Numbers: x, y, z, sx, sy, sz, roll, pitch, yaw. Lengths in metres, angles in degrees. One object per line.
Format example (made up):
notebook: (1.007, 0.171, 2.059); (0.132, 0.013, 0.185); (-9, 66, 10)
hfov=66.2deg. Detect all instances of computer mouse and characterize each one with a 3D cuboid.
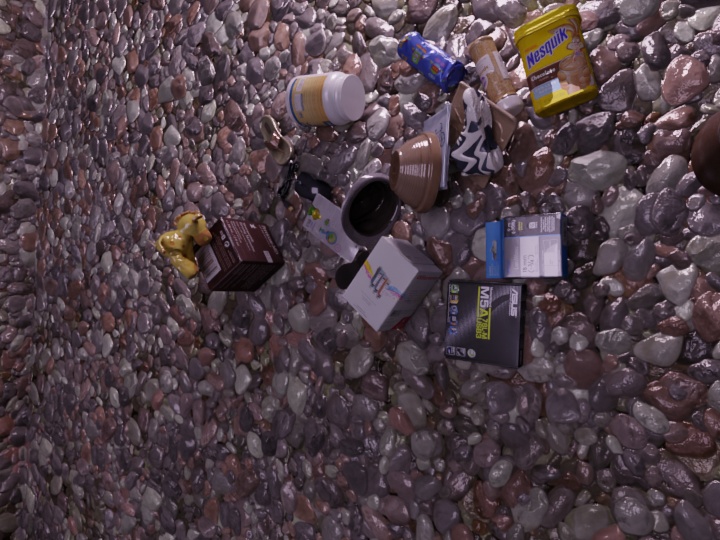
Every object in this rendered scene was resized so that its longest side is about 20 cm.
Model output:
computer mouse: (-0.183, -0.237, 1.690); (0.200, 0.046, 0.141); (38, 108, 28)

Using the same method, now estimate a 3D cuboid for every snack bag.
snack bag: (0.187, -0.297, 1.385); (0.188, 0.021, 0.203); (-167, 80, -78)

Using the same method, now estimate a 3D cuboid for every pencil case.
pencil case: (0.183, -0.544, 1.431); (0.200, 0.078, 0.087); (46, 142, 25)

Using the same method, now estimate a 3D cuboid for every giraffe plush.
giraffe plush: (-0.512, -0.095, 1.621); (0.162, 0.201, 0.172); (-47, 46, -13)

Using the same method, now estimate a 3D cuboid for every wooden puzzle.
wooden puzzle: (0.282, -0.332, 1.356); (0.185, 0.046, 0.201); (45, 138, 27)

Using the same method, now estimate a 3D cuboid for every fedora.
fedora: (0.017, -0.173, 1.500); (0.201, 0.176, 0.090); (-57, 32, 1)

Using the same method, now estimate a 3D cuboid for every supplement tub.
supplement tub: (-0.100, -0.488, 1.581); (0.198, 0.144, 0.146); (8, 93, 34)

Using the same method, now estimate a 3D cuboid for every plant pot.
plant pot: (0.128, -0.247, 1.389); (0.092, 0.201, 0.203); (2, 90, -11)
plant pot: (0.702, -0.233, 1.003); (0.185, 0.199, 0.189); (-1, 88, 34)

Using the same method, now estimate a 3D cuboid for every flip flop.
flip flop: (-0.277, -0.414, 1.750); (0.081, 0.057, 0.201); (-38, 69, 27)

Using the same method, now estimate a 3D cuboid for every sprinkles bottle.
sprinkles bottle: (0.327, -0.466, 1.340); (0.068, 0.068, 0.202); (-27, 74, 30)

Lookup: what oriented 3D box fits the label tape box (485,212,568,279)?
label tape box: (0.378, -0.053, 1.297); (0.198, 0.063, 0.146); (-2, 87, 33)

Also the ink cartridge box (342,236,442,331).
ink cartridge box: (0.085, 0.034, 1.444); (0.145, 0.145, 0.201); (45, 111, 26)

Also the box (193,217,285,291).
box: (-0.381, -0.046, 1.726); (0.164, 0.199, 0.167); (-40, 69, 26)

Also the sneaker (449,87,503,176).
sneaker: (0.248, -0.314, 1.303); (0.129, 0.079, 0.201); (-10, 111, 43)

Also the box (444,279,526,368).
box: (0.304, 0.126, 1.354); (0.192, 0.047, 0.203); (4, 92, 36)

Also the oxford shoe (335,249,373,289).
oxford shoe: (0.000, 0.000, 1.555); (0.199, 0.071, 0.072); (-31, 77, 46)

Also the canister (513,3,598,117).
canister: (0.444, -0.469, 1.252); (0.147, 0.086, 0.202); (-17, 81, 33)

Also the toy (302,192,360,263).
toy: (-0.068, -0.126, 1.605); (0.199, 0.047, 0.116); (36, 114, 18)
